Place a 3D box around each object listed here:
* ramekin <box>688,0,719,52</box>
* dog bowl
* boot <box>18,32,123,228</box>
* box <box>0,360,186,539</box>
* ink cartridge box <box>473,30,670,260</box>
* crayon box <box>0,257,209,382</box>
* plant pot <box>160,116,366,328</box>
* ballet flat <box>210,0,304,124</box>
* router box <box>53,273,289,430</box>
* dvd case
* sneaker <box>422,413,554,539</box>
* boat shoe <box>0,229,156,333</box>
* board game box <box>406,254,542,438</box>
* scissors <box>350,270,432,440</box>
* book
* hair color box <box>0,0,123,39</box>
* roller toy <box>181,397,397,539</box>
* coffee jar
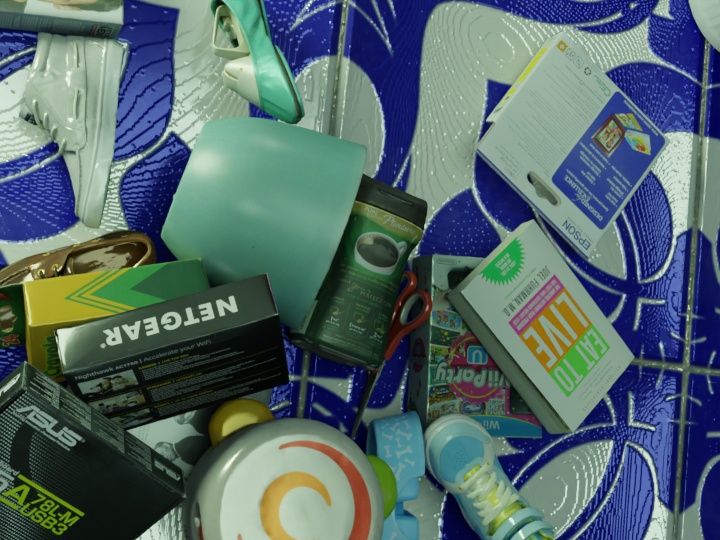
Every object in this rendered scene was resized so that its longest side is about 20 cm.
[{"bbox_3d":[0.533,-0.373,1.432,0.200,0.098,0.201,2,85,-20],"label":"ramekin"},{"bbox_3d":[0.035,0.251,1.185,0.049,0.111,0.200,0,85,-8],"label":"dog bowl"},{"bbox_3d":[-0.297,-0.143,1.120,0.095,0.074,0.200,6,75,-14],"label":"boot"},{"bbox_3d":[-0.298,0.205,1.020,0.193,0.048,0.200,-38,122,13],"label":"box"},{"bbox_3d":[0.250,-0.149,1.335,0.198,0.047,0.200,43,74,-14],"label":"ink cartridge box"},{"bbox_3d":[-0.250,0.053,1.058,0.200,0.127,0.051,-8,62,-19],"label":"crayon box"},{"bbox_3d":[-0.106,-0.063,1.118,0.161,0.201,0.201,22,78,-8],"label":"plant pot"},{"bbox_3d":[-0.117,-0.221,1.160,0.070,0.067,0.200,-14,56,-10],"label":"ballet flat"},{"bbox_3d":[-0.171,0.083,1.050,0.200,0.149,0.051,-15,60,-9],"label":"router box"},{"bbox_3d":[-0.198,0.165,1.146,0.200,0.025,0.151,13,81,-18],"label":"dvd case"},{"bbox_3d":[0.145,0.243,1.175,0.080,0.131,0.200,-39,127,-5],"label":"sneaker"},{"bbox_3d":[-0.296,0.009,1.100,0.200,0.068,0.072,-25,94,-21],"label":"boat shoe"},{"bbox_3d":[0.132,0.087,1.257,0.147,0.064,0.200,4,85,-21],"label":"board game box"},{"bbox_3d":[0.019,0.096,1.234,0.014,0.073,0.200,20,102,-43],"label":"scissors"},{"bbox_3d":[0.204,0.063,1.235,0.134,0.048,0.200,-43,100,-24],"label":"book"},{"bbox_3d":[-0.342,-0.297,1.115,0.200,0.061,0.099,2,84,-21],"label":"hair color box"},{"bbox_3d":[-0.082,0.240,1.097,0.200,0.140,0.183,31,70,-13],"label":"roller toy"},{"bbox_3d":[0.000,0.000,1.203,0.104,0.085,0.200,22,79,-17],"label":"coffee jar"}]
